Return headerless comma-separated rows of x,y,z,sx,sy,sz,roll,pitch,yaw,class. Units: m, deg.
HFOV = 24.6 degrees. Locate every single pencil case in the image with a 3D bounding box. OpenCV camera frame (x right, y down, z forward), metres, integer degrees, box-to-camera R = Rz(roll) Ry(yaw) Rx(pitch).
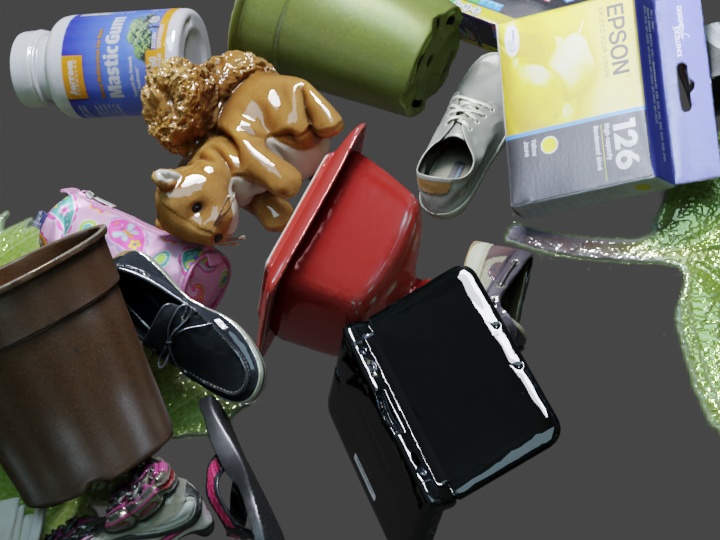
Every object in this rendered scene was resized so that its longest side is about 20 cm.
-0.227,-0.016,1.644,0.199,0.088,0.088,23,67,27,pencil case

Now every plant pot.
-0.273,0.090,1.477,0.199,0.199,0.200,-25,10,5,plant pot
-0.003,-0.250,1.686,0.189,0.200,0.201,26,67,17,plant pot

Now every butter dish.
0.000,0.000,1.530,0.147,0.200,0.200,26,66,4,butter dish

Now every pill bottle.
-0.269,-0.220,1.774,0.199,0.112,0.113,-2,57,15,pill bottle

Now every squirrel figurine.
-0.135,-0.116,1.608,0.186,0.142,0.200,-35,73,-18,squirrel figurine

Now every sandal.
-0.115,0.197,1.484,0.045,0.075,0.200,-28,47,-2,sandal

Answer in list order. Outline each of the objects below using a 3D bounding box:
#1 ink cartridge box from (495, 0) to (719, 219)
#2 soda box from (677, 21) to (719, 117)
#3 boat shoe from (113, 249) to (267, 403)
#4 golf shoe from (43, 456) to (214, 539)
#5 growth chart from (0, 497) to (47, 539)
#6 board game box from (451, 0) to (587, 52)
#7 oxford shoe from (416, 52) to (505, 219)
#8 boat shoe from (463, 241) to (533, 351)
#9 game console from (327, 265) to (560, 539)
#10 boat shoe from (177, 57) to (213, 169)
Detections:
0.233,-0.165,1.582,0.199,0.047,0.199,-13,68,26,ink cartridge box
0.410,-0.212,1.600,0.199,0.063,0.071,-15,55,6,soda box
-0.171,0.055,1.539,0.200,0.062,0.075,41,113,15,boat shoe
-0.221,0.254,1.471,0.200,0.092,0.073,-35,24,18,golf shoe
-0.369,0.266,1.498,0.199,0.018,0.145,-12,41,24,growth chart
0.206,-0.289,1.714,0.199,0.057,0.166,25,69,28,board game box
0.109,-0.143,1.647,0.075,0.058,0.201,12,60,26,oxford shoe
0.119,0.058,1.504,0.064,0.072,0.201,-3,51,20,boat shoe
0.066,0.130,1.439,0.116,0.176,0.201,-10,51,-21,game console
-0.141,-0.127,1.709,0.074,0.075,0.204,7,65,4,boat shoe
